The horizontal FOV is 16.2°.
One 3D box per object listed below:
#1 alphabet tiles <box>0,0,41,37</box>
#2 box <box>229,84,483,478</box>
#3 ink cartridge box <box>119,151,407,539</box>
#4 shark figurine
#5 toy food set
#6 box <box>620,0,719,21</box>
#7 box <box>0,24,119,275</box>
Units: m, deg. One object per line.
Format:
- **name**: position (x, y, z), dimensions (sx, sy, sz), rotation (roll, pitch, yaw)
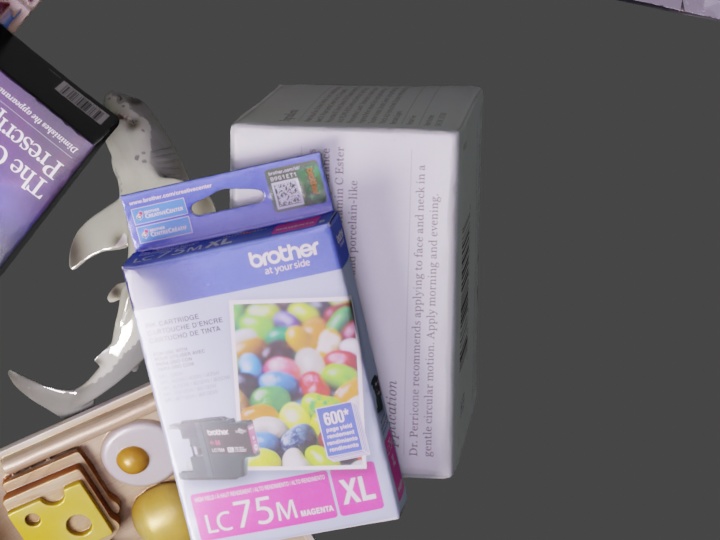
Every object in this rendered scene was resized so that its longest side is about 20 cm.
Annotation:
- **alphabet tiles**: position (-0.281, -0.186, 1.521), dimensions (0.167, 0.008, 0.200), rotation (41, 104, -3)
- **box**: position (0.000, 0.000, 1.464), dimensions (0.130, 0.200, 0.200), rotation (2, 102, 6)
- **ink cartridge box**: position (-0.055, 0.046, 1.358), dimensions (0.119, 0.042, 0.201), rotation (-11, 100, 10)
- **shark figurine**: position (-0.125, 0.010, 1.549), dimensions (0.128, 0.089, 0.216), rotation (19, 96, 38)
- **toy food set**: position (-0.141, 0.157, 1.559), dimensions (0.199, 0.060, 0.144), rotation (-24, 118, 10)
- **box**: position (0.164, -0.258, 1.470), dimensions (0.157, 0.050, 0.201), rotation (14, 102, 5)
- **box**: position (-0.267, -0.091, 1.498), dimensions (0.200, 0.079, 0.141), rotation (38, 107, -4)
